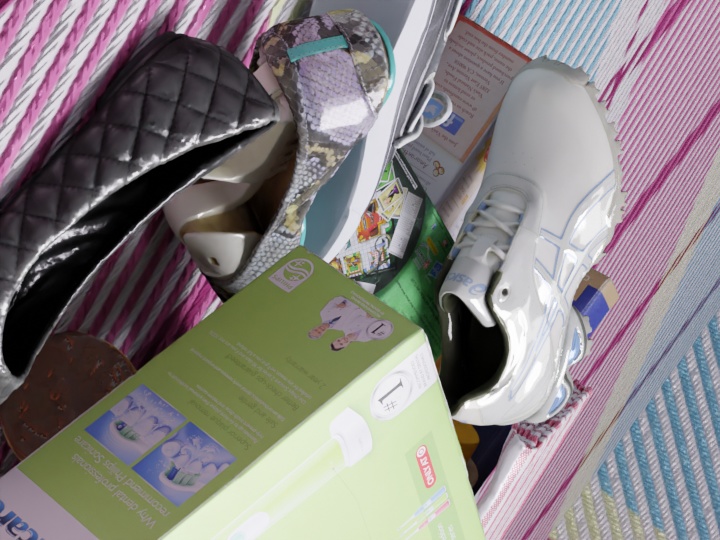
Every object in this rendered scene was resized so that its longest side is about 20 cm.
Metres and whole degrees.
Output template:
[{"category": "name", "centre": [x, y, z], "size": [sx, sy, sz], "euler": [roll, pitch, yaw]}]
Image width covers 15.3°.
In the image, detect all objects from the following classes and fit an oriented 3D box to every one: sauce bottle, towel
[{"category": "sauce bottle", "centre": [-0.117, 0.080, 1.217], "size": [0.066, 0.066, 0.200], "euler": [-53, 167, -12]}, {"category": "towel", "centre": [0.078, 0.139, 1.618], "size": [0.147, 0.030, 0.200], "euler": [-60, 171, 15]}]

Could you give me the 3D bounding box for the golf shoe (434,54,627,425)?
[{"category": "golf shoe", "centre": [0.082, -0.011, 1.411], "size": [0.097, 0.078, 0.201], "euler": [-13, 111, -53]}]

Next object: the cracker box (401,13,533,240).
[{"category": "cracker box", "centre": [0.028, -0.033, 1.504], "size": [0.200, 0.058, 0.134], "euler": [-56, 166, -5]}]

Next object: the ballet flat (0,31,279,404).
[{"category": "ballet flat", "centre": [-0.108, -0.009, 1.035], "size": [0.200, 0.057, 0.066], "euler": [-53, 167, -14]}]

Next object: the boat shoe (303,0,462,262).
[{"category": "boat shoe", "centre": [0.000, -0.083, 1.228], "size": [0.068, 0.074, 0.200], "euler": [-17, 132, -49]}]

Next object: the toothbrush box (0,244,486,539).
[{"category": "toothbrush box", "centre": [-0.056, 0.111, 1.123], "size": [0.200, 0.086, 0.146], "euler": [-40, 138, -20]}]

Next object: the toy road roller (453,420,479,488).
[{"category": "toy road roller", "centre": [-0.005, 0.153, 1.551], "size": [0.200, 0.146, 0.123], "euler": [9, 120, -43]}]

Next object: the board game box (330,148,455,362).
[{"category": "board game box", "centre": [0.000, 0.000, 1.389], "size": [0.105, 0.023, 0.200], "euler": [-52, 146, -14]}]

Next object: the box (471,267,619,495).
[{"category": "box", "centre": [0.062, 0.063, 1.737], "size": [0.200, 0.121, 0.032], "euler": [-54, 149, -14]}]

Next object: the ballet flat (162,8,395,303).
[{"category": "ballet flat", "centre": [-0.051, -0.043, 1.174], "size": [0.072, 0.072, 0.200], "euler": [-46, 172, -40]}]

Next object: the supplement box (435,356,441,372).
[{"category": "supplement box", "centre": [0.030, 0.039, 1.684], "size": [0.200, 0.069, 0.067], "euler": [-57, 169, -2]}]
